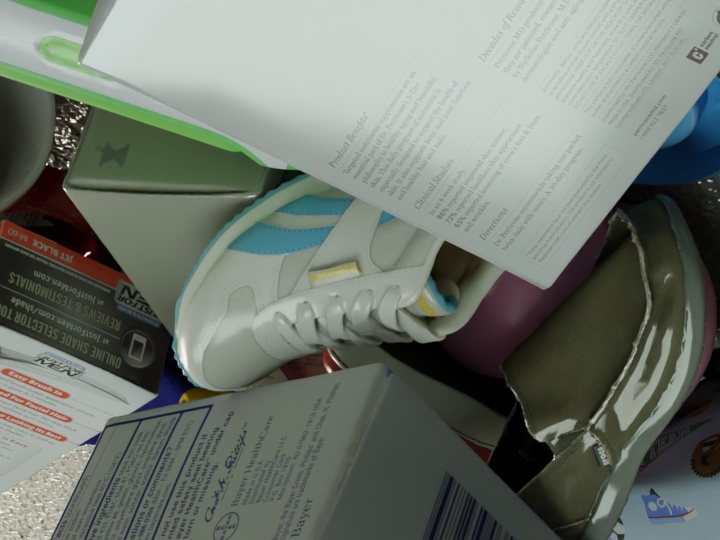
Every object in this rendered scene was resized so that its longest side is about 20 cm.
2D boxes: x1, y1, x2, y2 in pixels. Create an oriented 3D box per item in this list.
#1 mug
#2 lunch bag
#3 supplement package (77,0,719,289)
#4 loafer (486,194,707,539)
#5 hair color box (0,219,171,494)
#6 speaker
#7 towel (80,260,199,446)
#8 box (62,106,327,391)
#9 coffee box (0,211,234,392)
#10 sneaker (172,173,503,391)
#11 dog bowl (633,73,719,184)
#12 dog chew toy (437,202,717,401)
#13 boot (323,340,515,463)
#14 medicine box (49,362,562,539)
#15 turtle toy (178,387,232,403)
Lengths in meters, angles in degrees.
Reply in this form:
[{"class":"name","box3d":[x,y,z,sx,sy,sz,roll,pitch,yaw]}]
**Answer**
[{"class":"mug","box3d":[-0.246,-0.042,1.118,0.178,0.133,0.200,51,152,-1]},{"class":"lunch bag","box3d":[0.239,0.098,1.052,0.169,0.200,0.125,-13,103,44]},{"class":"supplement package","box3d":[0.025,-0.128,0.742,0.199,0.151,0.152,25,128,-13]},{"class":"loafer","box3d":[0.104,0.055,0.931,0.069,0.075,0.201,6,121,-16]},{"class":"hair color box","box3d":[-0.200,0.054,1.098,0.110,0.064,0.200,26,146,-26]},{"class":"speaker","box3d":[-0.100,-0.109,0.867,0.198,0.089,0.089,18,153,-4]},{"class":"towel","box3d":[-0.195,0.057,1.209,0.199,0.050,0.148,-11,142,30]},{"class":"box","box3d":[-0.049,-0.037,1.024,0.108,0.129,0.200,4,150,23]},{"class":"coffee box","box3d":[-0.164,0.039,1.283,0.199,0.080,0.114,23,151,-9]},{"class":"sneaker","box3d":[0.000,0.000,0.901,0.199,0.081,0.076,-35,143,14]},{"class":"dog bowl","box3d":[0.084,-0.097,0.918,0.198,0.050,0.112,8,151,17]},{"class":"dog chew toy","box3d":[0.087,0.007,1.010,0.199,0.126,0.124,26,152,-31]},{"class":"boot","box3d":[0.012,0.106,1.034,0.073,0.144,0.200,51,-170,36]},{"class":"medicine box","box3d":[-0.021,0.149,0.954,0.199,0.103,0.182,-13,133,42]},{"class":"turtle toy","box3d":[-0.055,0.142,1.181,0.144,0.102,0.200,5,156,-19]}]
